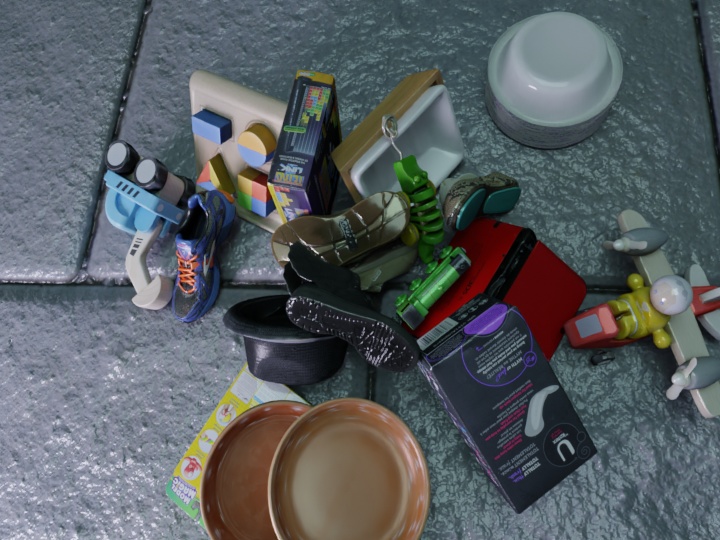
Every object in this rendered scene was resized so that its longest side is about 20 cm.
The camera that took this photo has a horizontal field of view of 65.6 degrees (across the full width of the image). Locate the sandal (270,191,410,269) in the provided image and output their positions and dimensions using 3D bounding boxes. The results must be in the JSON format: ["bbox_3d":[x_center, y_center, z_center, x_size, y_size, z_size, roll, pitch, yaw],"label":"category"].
[{"bbox_3d":[-0.024,-0.046,0.731,0.195,0.054,0.083,-20,89,15],"label":"sandal"}]

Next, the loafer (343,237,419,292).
[{"bbox_3d":[0.000,0.000,0.783,0.194,0.070,0.076,-20,37,-7],"label":"loafer"}]

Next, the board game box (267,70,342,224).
[{"bbox_3d":[-0.069,-0.145,0.787,0.055,0.201,0.171,9,72,6],"label":"board game box"}]

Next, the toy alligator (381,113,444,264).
[{"bbox_3d":[0.074,-0.102,0.719,0.058,0.054,0.206,-27,110,-29],"label":"toy alligator"}]

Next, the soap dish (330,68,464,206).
[{"bbox_3d":[0.055,-0.166,0.806,0.200,0.158,0.081,-46,52,-10],"label":"soap dish"}]

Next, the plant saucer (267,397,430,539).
[{"bbox_3d":[-0.013,0.259,0.667,0.193,0.038,0.207,4,69,-9],"label":"plant saucer"}]

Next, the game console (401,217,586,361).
[{"bbox_3d":[0.183,0.049,0.776,0.170,0.119,0.202,21,72,48],"label":"game console"}]

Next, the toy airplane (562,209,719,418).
[{"bbox_3d":[0.374,0.045,0.681,0.197,0.142,0.202,29,76,18],"label":"toy airplane"}]

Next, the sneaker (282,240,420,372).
[{"bbox_3d":[-0.013,0.039,0.664,0.195,0.061,0.105,24,31,4],"label":"sneaker"}]

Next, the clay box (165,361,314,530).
[{"bbox_3d":[-0.158,0.238,0.747,0.113,0.048,0.203,31,79,16],"label":"clay box"}]

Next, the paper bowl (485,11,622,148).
[{"bbox_3d":[0.288,-0.297,0.837,0.194,0.105,0.207,-3,71,8],"label":"paper bowl"}]

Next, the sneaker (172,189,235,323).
[{"bbox_3d":[-0.247,-0.025,0.825,0.073,0.078,0.207,11,90,19],"label":"sneaker"}]

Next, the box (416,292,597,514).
[{"bbox_3d":[0.162,0.148,0.654,0.120,0.106,0.203,-32,99,-4],"label":"box"}]

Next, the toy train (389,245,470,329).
[{"bbox_3d":[0.073,0.046,0.740,0.042,0.056,0.200,43,90,-12],"label":"toy train"}]

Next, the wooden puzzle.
[{"bbox_3d":[-0.185,-0.168,0.830,0.181,0.204,0.046,25,38,18],"label":"wooden puzzle"}]

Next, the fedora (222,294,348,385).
[{"bbox_3d":[-0.083,0.095,0.741,0.194,0.201,0.095,4,102,10],"label":"fedora"}]

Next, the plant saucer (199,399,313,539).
[{"bbox_3d":[-0.101,0.267,0.700,0.194,0.032,0.208,1,85,-16],"label":"plant saucer"}]

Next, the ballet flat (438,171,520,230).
[{"bbox_3d":[0.151,-0.103,0.766,0.075,0.069,0.198,36,34,25],"label":"ballet flat"}]

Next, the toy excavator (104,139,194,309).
[{"bbox_3d":[-0.337,-0.067,0.871,0.191,0.100,0.204,28,90,19],"label":"toy excavator"}]
